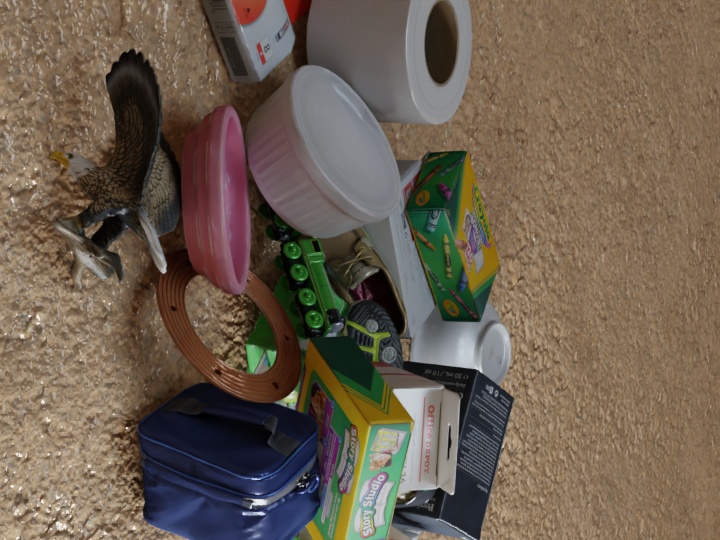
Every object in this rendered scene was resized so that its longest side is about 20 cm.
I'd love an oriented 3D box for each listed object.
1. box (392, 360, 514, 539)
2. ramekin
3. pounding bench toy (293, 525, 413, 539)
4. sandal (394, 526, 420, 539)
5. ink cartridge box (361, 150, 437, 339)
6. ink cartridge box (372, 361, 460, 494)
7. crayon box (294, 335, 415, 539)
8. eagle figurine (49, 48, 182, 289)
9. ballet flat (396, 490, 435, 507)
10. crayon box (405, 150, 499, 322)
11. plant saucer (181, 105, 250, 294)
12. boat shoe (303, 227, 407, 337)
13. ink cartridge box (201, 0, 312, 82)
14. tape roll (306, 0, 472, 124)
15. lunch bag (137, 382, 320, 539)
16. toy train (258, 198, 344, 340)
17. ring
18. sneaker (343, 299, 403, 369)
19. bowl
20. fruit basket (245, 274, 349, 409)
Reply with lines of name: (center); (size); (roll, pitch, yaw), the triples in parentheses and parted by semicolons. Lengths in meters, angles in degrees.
box: (0.070, 0.228, 1.723); (0.124, 0.199, 0.198); (37, 63, -50)
ramekin: (-0.048, -0.130, 1.542); (0.202, 0.094, 0.203); (39, 35, -34)
pounding bench toy: (-0.027, 0.364, 1.630); (0.200, 0.155, 0.125); (43, 59, -49)
sandal: (0.053, 0.324, 1.838); (0.203, 0.082, 0.050); (-61, -178, -34)
ink cartridge box: (0.046, -0.037, 1.752); (0.176, 0.083, 0.201); (-47, 132, -56)
ink cartridge box: (0.036, 0.175, 1.482); (0.067, 0.200, 0.117); (0, 95, -25)
crayon box: (-0.017, 0.201, 1.449); (0.058, 0.173, 0.201); (-2, 119, -26)
eagle figurine: (-0.230, -0.096, 1.304); (0.151, 0.151, 0.201); (44, 61, -25)
ballet flat: (-0.008, 0.259, 1.604); (0.073, 0.199, 0.074); (-3, 90, -74)
crayon box: (0.125, -0.043, 1.756); (0.119, 0.058, 0.201); (-67, 147, -42)
plant saucer: (-0.155, -0.074, 1.422); (0.201, 0.050, 0.202); (-2, 90, -87)
boat shoe: (0.000, 0.000, 1.632); (0.074, 0.066, 0.200); (-38, 105, -4)
ink cartridge box: (-0.105, -0.334, 1.531); (0.200, 0.050, 0.163); (-49, 133, -38)
tape roll: (0.040, -0.285, 1.654); (0.202, 0.138, 0.204); (-17, 109, -61)
lunch bag: (-0.134, 0.205, 1.403); (0.136, 0.199, 0.133); (-40, 136, -50)
toy train: (-0.068, -0.008, 1.545); (0.056, 0.042, 0.201); (-5, 63, -31)
ring: (-0.144, 0.061, 1.450); (0.200, 0.019, 0.201); (35, 33, -27)
sneaker: (0.014, 0.132, 1.620); (0.075, 0.076, 0.201); (-17, 103, -20)
bowl: (0.160, 0.119, 1.947); (0.201, 0.090, 0.202); (-10, 102, -55)
fruit basket: (-0.057, 0.107, 1.616); (0.186, 0.093, 0.200); (-63, 143, -30)
